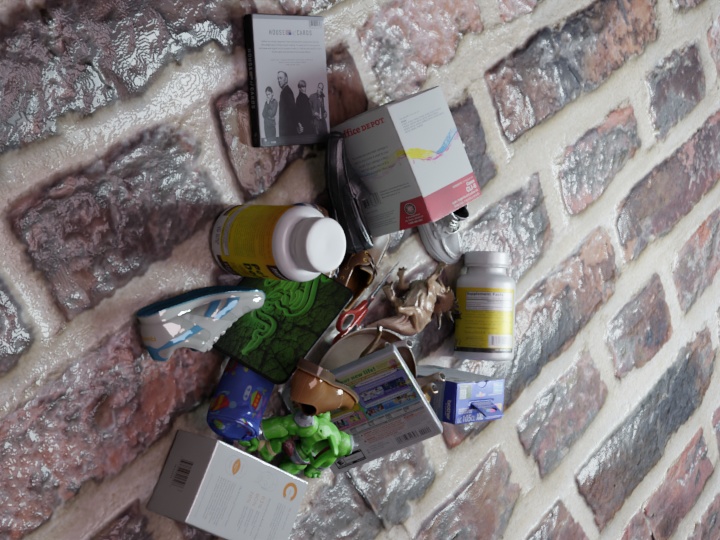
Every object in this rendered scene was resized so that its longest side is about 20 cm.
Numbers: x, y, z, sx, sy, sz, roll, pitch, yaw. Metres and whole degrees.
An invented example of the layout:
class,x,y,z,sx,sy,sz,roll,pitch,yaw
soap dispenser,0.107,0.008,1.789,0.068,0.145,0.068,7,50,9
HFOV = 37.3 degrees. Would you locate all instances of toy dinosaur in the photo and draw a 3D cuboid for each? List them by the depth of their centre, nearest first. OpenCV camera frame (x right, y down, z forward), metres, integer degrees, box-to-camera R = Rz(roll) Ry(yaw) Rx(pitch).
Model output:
class,x,y,z,sx,sy,sz,roll,pitch,yaw
toy dinosaur,0.103,0.067,1.871,0.200,0.086,0.136,-44,129,-28

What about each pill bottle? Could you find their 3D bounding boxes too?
class,x,y,z,sx,sy,sz,roll,pitch,yaw
pill bottle,-0.117,-0.041,1.549,0.109,0.200,0.109,-4,96,-45
pill bottle,0.231,0.066,1.973,0.111,0.111,0.200,5,86,-46

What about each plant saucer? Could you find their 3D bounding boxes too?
class,x,y,z,sx,sy,sz,roll,pitch,yaw
plant saucer,0.001,0.187,1.773,0.200,0.034,0.200,-8,107,-28

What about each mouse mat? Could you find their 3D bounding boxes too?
class,x,y,z,sx,sy,sz,roll,pitch,yaw
mouse mat,-0.126,0.064,1.596,0.200,0.161,0.008,-51,160,-31

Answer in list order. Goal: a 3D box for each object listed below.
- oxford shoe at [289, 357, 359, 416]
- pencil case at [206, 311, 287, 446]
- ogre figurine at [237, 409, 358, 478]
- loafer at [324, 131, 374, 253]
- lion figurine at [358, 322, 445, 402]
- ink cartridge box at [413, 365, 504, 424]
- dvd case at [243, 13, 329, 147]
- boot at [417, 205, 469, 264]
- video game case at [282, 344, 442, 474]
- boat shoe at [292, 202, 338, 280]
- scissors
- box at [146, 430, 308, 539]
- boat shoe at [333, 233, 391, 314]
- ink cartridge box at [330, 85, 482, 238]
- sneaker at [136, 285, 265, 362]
class,x,y,z,sx,sy,sz,roll,pitch,yaw
oxford shoe,-0.060,0.185,1.584,0.071,0.071,0.200,-64,155,-8
pencil case,-0.159,0.160,1.582,0.087,0.078,0.200,34,55,-21
ogre figurine,-0.088,0.267,1.651,0.200,0.120,0.098,51,26,-29
loafer,-0.017,-0.126,1.716,0.068,0.070,0.201,-70,154,-73
lion figurine,0.054,0.177,1.740,0.200,0.122,0.072,49,38,-14
ink cartridge box,0.155,0.215,1.846,0.136,0.200,0.076,2,92,-45
dvd case,-0.111,-0.296,1.660,0.150,0.025,0.200,-11,100,-44
boot,0.154,-0.087,1.895,0.074,0.096,0.200,-53,127,-29
video game case,0.005,0.226,1.708,0.182,0.200,0.022,60,15,-26
boat shoe,-0.069,-0.007,1.692,0.072,0.072,0.200,-3,95,-47
scissors,0.010,0.060,1.811,0.200,0.014,0.073,-45,148,-42
box,-0.193,0.332,1.575,0.200,0.097,0.124,36,68,-40
boat shoe,0.000,0.000,1.765,0.200,0.068,0.072,-54,127,-28
ink cartridge box,0.074,-0.179,1.745,0.145,0.145,0.200,-29,101,-41
sneaker,-0.226,0.071,1.541,0.200,0.076,0.081,-17,104,-34
